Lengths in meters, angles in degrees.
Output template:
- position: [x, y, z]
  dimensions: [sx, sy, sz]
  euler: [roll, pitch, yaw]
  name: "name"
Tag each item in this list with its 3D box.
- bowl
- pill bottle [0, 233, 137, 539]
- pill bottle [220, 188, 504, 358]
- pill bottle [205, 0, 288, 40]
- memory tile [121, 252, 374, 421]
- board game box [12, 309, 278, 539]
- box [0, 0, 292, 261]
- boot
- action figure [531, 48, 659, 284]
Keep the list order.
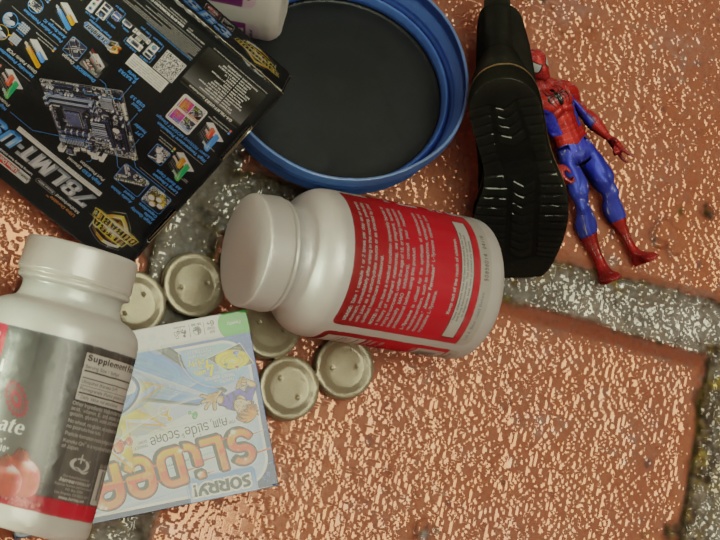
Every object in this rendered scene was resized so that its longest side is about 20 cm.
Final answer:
- position: [-0.016, -0.149, 1.534]
  dimensions: [0.199, 0.039, 0.202]
  euler: [5, 63, -10]
  name: "bowl"
- position: [-0.219, 0.082, 1.382]
  dimensions: [0.110, 0.111, 0.201]
  euler: [16, 83, -18]
  name: "pill bottle"
- position: [0.000, 0.000, 1.496]
  dimensions: [0.199, 0.112, 0.113]
  euler: [10, 80, -30]
  name: "pill bottle"
- position: [-0.149, -0.243, 1.474]
  dimensions: [0.199, 0.112, 0.113]
  euler: [11, 80, 0]
  name: "pill bottle"
- position: [-0.093, 0.052, 1.528]
  dimensions: [0.199, 0.017, 0.154]
  euler: [-19, 91, -22]
  name: "memory tile"
- position: [-0.171, 0.113, 1.465]
  dimensions: [0.199, 0.034, 0.136]
  euler: [-11, 88, -12]
  name: "board game box"
- position: [-0.187, -0.130, 1.439]
  dimensions: [0.200, 0.050, 0.199]
  euler: [39, 113, -11]
  name: "box"
- position: [0.126, -0.108, 1.592]
  dimensions: [0.077, 0.139, 0.201]
  euler: [-2, 129, 3]
  name: "boot"
- position: [0.182, -0.091, 1.631]
  dimensions: [0.065, 0.052, 0.201]
  euler: [-27, 91, -17]
  name: "action figure"
